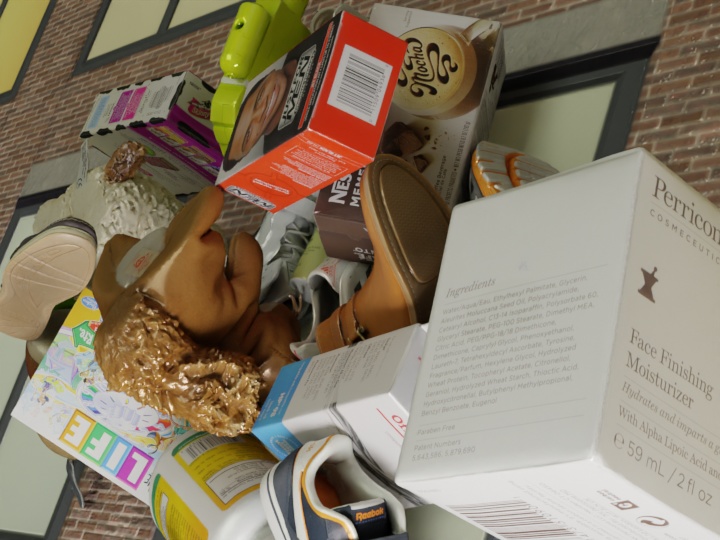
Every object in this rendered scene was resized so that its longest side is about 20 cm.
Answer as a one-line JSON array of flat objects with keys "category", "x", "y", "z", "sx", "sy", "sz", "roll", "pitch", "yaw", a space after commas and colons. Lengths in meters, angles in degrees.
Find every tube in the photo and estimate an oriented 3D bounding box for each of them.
[{"category": "tube", "x": -0.003, "y": -0.063, "z": 1.352, "sx": 0.057, "sy": 0.052, "sz": 0.202, "roll": 8, "pitch": 63, "yaw": 37}]

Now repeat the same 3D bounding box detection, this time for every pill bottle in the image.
[{"category": "pill bottle", "x": -0.086, "y": 0.207, "z": 1.194, "sx": 0.114, "sy": 0.112, "sz": 0.200, "roll": -59, "pitch": 32, "yaw": 0}]

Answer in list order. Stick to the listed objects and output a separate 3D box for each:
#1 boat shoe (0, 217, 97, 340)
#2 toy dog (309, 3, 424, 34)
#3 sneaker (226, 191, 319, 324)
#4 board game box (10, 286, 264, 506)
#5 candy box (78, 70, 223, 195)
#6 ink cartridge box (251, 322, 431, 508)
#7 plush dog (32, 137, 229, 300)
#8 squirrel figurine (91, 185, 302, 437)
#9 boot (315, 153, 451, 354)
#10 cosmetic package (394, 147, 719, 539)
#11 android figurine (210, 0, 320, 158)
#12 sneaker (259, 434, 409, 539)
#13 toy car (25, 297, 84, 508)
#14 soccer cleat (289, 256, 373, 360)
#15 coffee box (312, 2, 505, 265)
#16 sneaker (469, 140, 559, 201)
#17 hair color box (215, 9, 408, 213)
[{"category": "boat shoe", "x": -0.290, "y": -0.003, "z": 1.381, "sx": 0.200, "sy": 0.071, "sz": 0.065, "roll": -46, "pitch": 29, "yaw": 51}, {"category": "toy dog", "x": -0.003, "y": -0.186, "z": 1.354, "sx": 0.097, "sy": 0.130, "sz": 0.202, "roll": 100, "pitch": -170, "yaw": -55}, {"category": "sneaker", "x": -0.057, "y": -0.027, "z": 1.385, "sx": 0.201, "sy": 0.075, "sz": 0.115, "roll": -59, "pitch": 32, "yaw": 10}, {"category": "board game box", "x": -0.197, "y": 0.124, "z": 1.360, "sx": 0.135, "sy": 0.199, "sz": 0.034, "roll": -60, "pitch": -9, "yaw": -1}, {"category": "candy box", "x": -0.193, "y": -0.142, "z": 1.605, "sx": 0.199, "sy": 0.136, "sz": 0.062, "roll": -2, "pitch": 60, "yaw": 52}, {"category": "ink cartridge box", "x": 0.028, "y": 0.111, "z": 1.102, "sx": 0.199, "sy": 0.116, "sz": 0.067, "roll": -20, "pitch": 32, "yaw": 46}, {"category": "plush dog", "x": -0.204, "y": -0.035, "z": 1.499, "sx": 0.162, "sy": 0.171, "sz": 0.200, "roll": -58, "pitch": 43, "yaw": 10}, {"category": "squirrel figurine", "x": -0.124, "y": 0.064, "z": 1.255, "sx": 0.141, "sy": 0.187, "sz": 0.201, "roll": -27, "pitch": 33, "yaw": 30}, {"category": "boot", "x": 0.014, "y": 0.023, "z": 1.157, "sx": 0.154, "sy": 0.073, "sz": 0.202, "roll": -21, "pitch": 92, "yaw": 51}, {"category": "cosmetic package", "x": 0.148, "y": 0.063, "z": 0.941, "sx": 0.164, "sy": 0.164, "sz": 0.202, "roll": -15, "pitch": 53, "yaw": 47}, {"category": "android figurine", "x": -0.077, "y": -0.171, "z": 1.432, "sx": 0.041, "sy": 0.182, "sz": 0.202, "roll": 9, "pitch": 68, "yaw": 34}, {"category": "sneaker", "x": -0.003, "y": 0.210, "z": 1.052, "sx": 0.079, "sy": 0.078, "sz": 0.202, "roll": -42, "pitch": 66, "yaw": 35}, {"category": "toy car", "x": -0.266, "y": 0.138, "z": 1.520, "sx": 0.165, "sy": 0.156, "sz": 0.202, "roll": -102, "pitch": 23, "yaw": -52}, {"category": "soccer cleat", "x": 0.000, "y": 0.000, "z": 1.270, "sx": 0.068, "sy": 0.085, "sz": 0.202, "roll": -5, "pitch": 61, "yaw": 52}, {"category": "coffee box", "x": 0.043, "y": -0.106, "z": 1.233, "sx": 0.112, "sy": 0.080, "sz": 0.202, "roll": 11, "pitch": 68, "yaw": 13}, {"category": "sneaker", "x": 0.114, "y": -0.029, "z": 1.153, "sx": 0.201, "sy": 0.077, "sz": 0.078, "roll": -93, "pitch": 22, "yaw": -53}, {"category": "hair color box", "x": -0.042, "y": -0.119, "z": 1.180, "sx": 0.200, "sy": 0.061, "sz": 0.103, "roll": -23, "pitch": 48, "yaw": 63}]
